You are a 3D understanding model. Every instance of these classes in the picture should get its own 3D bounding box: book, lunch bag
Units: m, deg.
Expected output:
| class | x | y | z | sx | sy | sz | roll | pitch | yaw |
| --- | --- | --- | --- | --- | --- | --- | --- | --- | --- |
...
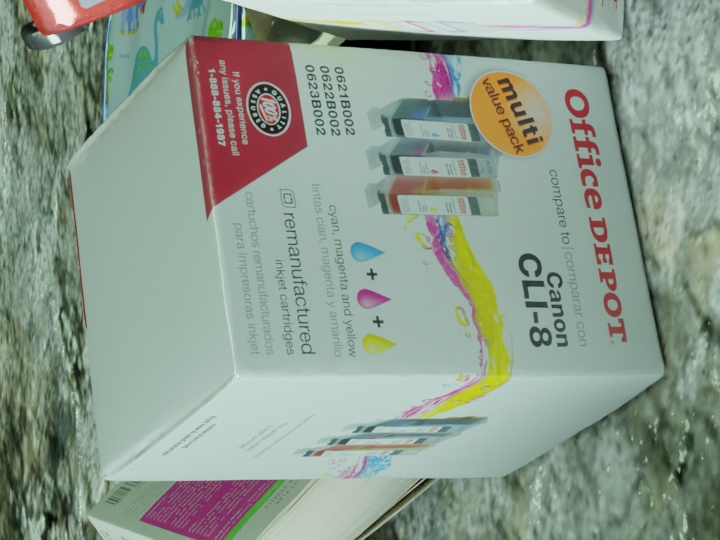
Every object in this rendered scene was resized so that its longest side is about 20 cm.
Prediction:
| class | x | y | z | sx | sy | sz | roll | pitch | yaw |
| --- | --- | --- | --- | --- | --- | --- | --- | --- | --- |
| book | -0.045 | 0.096 | 1.270 | 0.048 | 0.133 | 0.200 | 55 | 162 | -17 |
| lunch bag | -0.070 | -0.098 | 1.382 | 0.200 | 0.082 | 0.162 | 177 | 93 | -64 |

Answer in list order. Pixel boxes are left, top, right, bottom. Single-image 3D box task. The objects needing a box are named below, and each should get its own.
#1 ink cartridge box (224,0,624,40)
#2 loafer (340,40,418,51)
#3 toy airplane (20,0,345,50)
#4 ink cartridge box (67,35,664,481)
| class | x | y | z | sx | sy | sz | roll | pitch | yaw |
| --- | --- | --- | --- | --- | --- | --- | --- | --- | --- |
| ink cartridge box | 0.034 | -0.160 | 1.048 | 0.200 | 0.124 | 0.130 | -2 | -85 | -74 |
| loafer | -0.008 | -0.066 | 1.260 | 0.071 | 0.073 | 0.202 | 4 | 94 | 64 |
| toy airplane | -0.060 | -0.175 | 1.169 | 0.140 | 0.199 | 0.201 | -2 | 74 | 40 |
| ink cartridge box | 0.000 | 0.000 | 1.102 | 0.145 | 0.199 | 0.146 | -38 | 56 | 55 |
